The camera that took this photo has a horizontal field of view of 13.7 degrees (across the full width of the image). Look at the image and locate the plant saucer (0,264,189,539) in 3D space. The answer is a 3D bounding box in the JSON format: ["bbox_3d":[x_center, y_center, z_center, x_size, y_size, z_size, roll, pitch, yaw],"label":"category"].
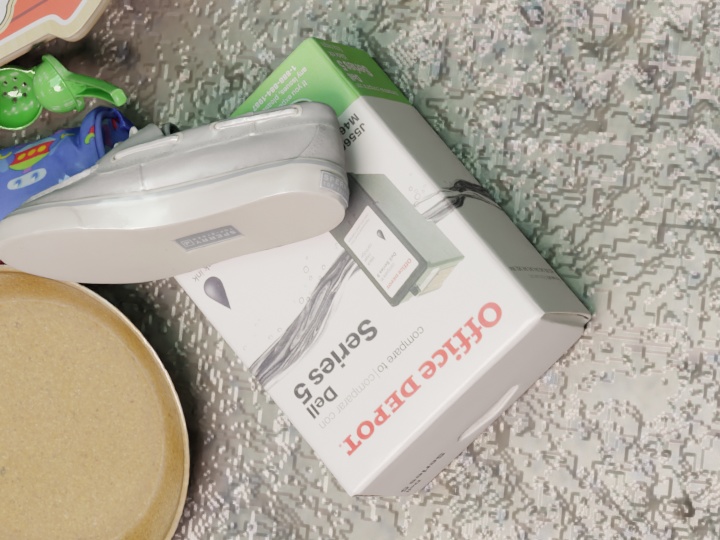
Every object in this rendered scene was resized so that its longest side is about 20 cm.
[{"bbox_3d":[-0.182,0.091,1.654,0.199,0.035,0.201,4,104,17],"label":"plant saucer"}]

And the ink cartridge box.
[{"bbox_3d":[0.000,0.000,1.580,0.145,0.084,0.200,-45,72,14],"label":"ink cartridge box"}]

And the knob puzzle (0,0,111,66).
[{"bbox_3d":[-0.188,-0.212,1.597,0.219,0.030,0.221,-5,78,23],"label":"knob puzzle"}]

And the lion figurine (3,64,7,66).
[{"bbox_3d":[-0.295,-0.107,1.712,0.200,0.072,0.123,-41,80,20],"label":"lion figurine"}]

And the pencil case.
[{"bbox_3d":[-0.203,-0.031,1.665,0.199,0.078,0.087,-19,54,20],"label":"pencil case"}]

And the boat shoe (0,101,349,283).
[{"bbox_3d":[-0.099,-0.044,1.547,0.199,0.072,0.069,-15,59,28],"label":"boat shoe"}]

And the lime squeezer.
[{"bbox_3d":[-0.185,-0.094,1.629,0.199,0.071,0.038,-12,100,39],"label":"lime squeezer"}]
